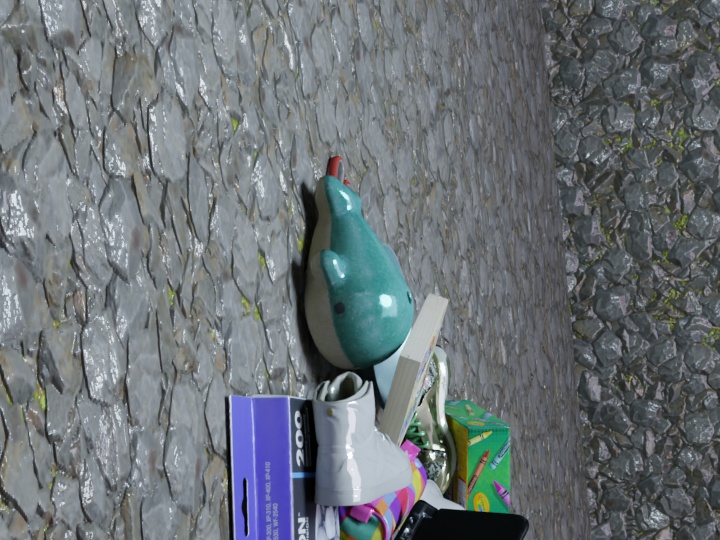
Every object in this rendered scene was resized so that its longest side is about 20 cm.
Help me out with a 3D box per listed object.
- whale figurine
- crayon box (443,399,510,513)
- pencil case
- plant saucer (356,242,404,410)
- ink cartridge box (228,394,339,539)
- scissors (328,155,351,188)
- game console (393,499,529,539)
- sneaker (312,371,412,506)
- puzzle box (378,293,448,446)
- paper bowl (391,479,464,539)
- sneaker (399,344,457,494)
[{"bbox_3d":[0.000,0.000,1.571,0.159,0.102,0.203,31,53,-67],"label":"whale figurine"},{"bbox_3d":[0.136,0.239,1.908,0.200,0.057,0.120,-156,-115,-78],"label":"crayon box"},{"bbox_3d":[0.013,0.244,1.585,0.200,0.087,0.090,-41,124,-72],"label":"pencil case"},{"bbox_3d":[0.020,0.071,1.742,0.201,0.038,0.204,-5,90,-75],"label":"plant saucer"},{"bbox_3d":[-0.066,0.216,1.383,0.200,0.043,0.201,21,66,-72],"label":"ink cartridge box"},{"bbox_3d":[-0.029,-0.032,1.654,0.073,0.014,0.202,68,24,-53],"label":"scissors"},{"bbox_3d":[0.061,0.333,1.484,0.200,0.116,0.177,-51,166,-50],"label":"game console"},{"bbox_3d":[0.005,0.154,1.449,0.200,0.073,0.117,-2,90,-76],"label":"sneaker"},{"bbox_3d":[0.054,0.118,1.628,0.200,0.025,0.135,-58,163,-68],"label":"puzzle box"},{"bbox_3d":[0.075,0.344,1.739,0.200,0.103,0.204,-4,90,-74],"label":"paper bowl"},{"bbox_3d":[0.063,0.184,1.841,0.088,0.076,0.203,17,64,-53],"label":"sneaker"}]
